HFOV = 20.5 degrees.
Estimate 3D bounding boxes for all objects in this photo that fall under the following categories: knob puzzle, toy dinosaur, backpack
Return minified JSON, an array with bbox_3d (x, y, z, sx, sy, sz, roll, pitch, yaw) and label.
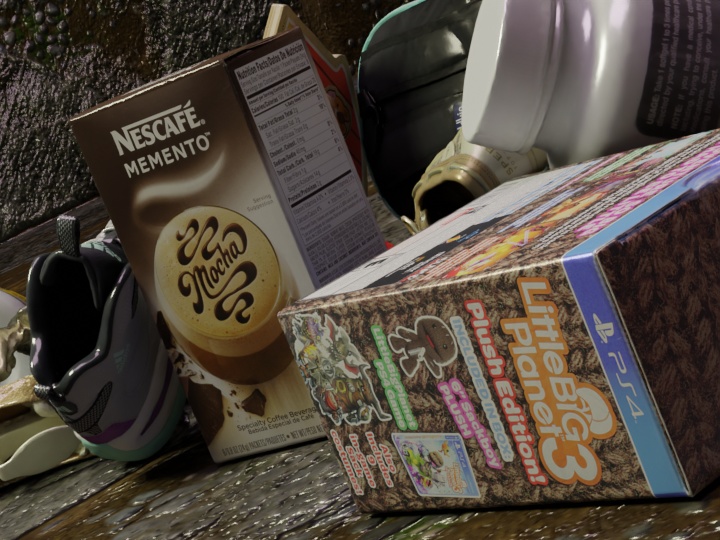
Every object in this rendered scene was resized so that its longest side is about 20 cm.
[{"bbox_3d":[-0.029,-0.060,1.393,0.030,0.222,0.219,4,20,25],"label":"knob puzzle"},{"bbox_3d":[-0.170,0.027,1.256,0.088,0.048,0.200,-25,-3,26],"label":"toy dinosaur"},{"bbox_3d":[0.094,-0.117,1.399,0.152,0.178,0.199,-8,-5,-44],"label":"backpack"}]

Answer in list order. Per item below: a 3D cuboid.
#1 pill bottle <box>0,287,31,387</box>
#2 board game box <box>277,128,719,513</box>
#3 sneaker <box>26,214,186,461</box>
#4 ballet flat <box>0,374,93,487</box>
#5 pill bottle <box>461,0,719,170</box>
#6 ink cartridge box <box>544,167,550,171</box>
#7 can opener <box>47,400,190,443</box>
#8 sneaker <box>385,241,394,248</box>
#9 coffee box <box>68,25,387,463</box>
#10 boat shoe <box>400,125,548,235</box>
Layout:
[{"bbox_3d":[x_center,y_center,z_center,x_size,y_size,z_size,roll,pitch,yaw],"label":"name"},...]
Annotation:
[{"bbox_3d":[-0.261,0.066,1.368,0.111,0.113,0.200,-24,2,-6],"label":"pill bottle"},{"bbox_3d":[0.094,0.018,0.821,0.159,0.098,0.199,-29,11,-37],"label":"board game box"},{"bbox_3d":[-0.129,-0.008,1.097,0.077,0.202,0.140,2,-24,24],"label":"sneaker"},{"bbox_3d":[-0.235,0.111,1.233,0.199,0.071,0.065,-26,28,8],"label":"ballet flat"},{"bbox_3d":[0.153,-0.082,0.946,0.198,0.112,0.111,11,5,-8],"label":"pill bottle"},{"bbox_3d":[0.158,-0.040,1.107,0.115,0.067,0.200,-17,10,33],"label":"ink cartridge box"},{"bbox_3d":[-0.095,0.029,1.175,0.200,0.079,0.063,-45,18,-1],"label":"can opener"},{"bbox_3d":[0.000,0.000,1.253,0.084,0.078,0.200,2,7,-10],"label":"sneaker"},{"bbox_3d":[-0.056,-0.013,1.052,0.112,0.202,0.080,-17,10,35],"label":"coffee box"},{"bbox_3d":[0.060,-0.036,1.195,0.063,0.073,0.200,-50,-11,-22],"label":"boat shoe"}]
